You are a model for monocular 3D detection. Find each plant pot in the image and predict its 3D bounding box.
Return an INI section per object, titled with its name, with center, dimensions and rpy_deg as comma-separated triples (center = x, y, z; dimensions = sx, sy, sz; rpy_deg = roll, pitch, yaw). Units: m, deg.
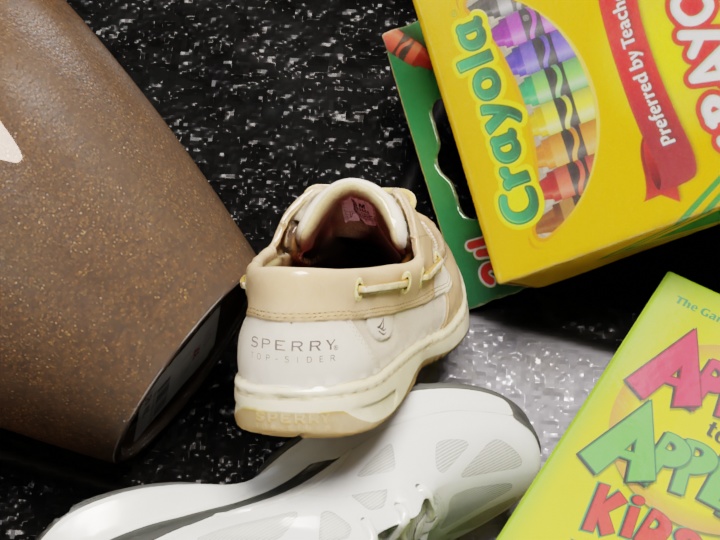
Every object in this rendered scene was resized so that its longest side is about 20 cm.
[plant pot]
center = -0.143, -0.022, 0.899
dimensions = 0.200, 0.187, 0.187
rpy_deg = 37, 60, 7

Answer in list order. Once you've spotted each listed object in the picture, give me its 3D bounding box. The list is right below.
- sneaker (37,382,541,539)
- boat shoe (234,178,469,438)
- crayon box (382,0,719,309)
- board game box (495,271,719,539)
[sneaker]
center = -0.006, 0.114, 0.823
dimensions = 0.200, 0.076, 0.115
rpy_deg = -18, 40, -22
[boat shoe]
center = 0.000, 0.000, 0.879
dimensions = 0.073, 0.069, 0.200
rpy_deg = 1, 16, 9
[crayon box]
center = 0.103, -0.073, 0.917
dimensions = 0.200, 0.051, 0.127
rpy_deg = -21, 80, 22
[board game box]
center = 0.112, 0.102, 0.871
dimensions = 0.101, 0.048, 0.200
rpy_deg = 25, 57, 18
